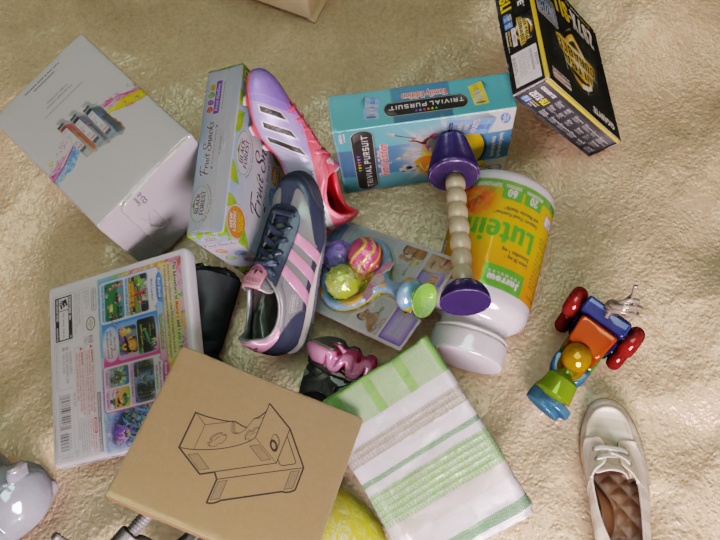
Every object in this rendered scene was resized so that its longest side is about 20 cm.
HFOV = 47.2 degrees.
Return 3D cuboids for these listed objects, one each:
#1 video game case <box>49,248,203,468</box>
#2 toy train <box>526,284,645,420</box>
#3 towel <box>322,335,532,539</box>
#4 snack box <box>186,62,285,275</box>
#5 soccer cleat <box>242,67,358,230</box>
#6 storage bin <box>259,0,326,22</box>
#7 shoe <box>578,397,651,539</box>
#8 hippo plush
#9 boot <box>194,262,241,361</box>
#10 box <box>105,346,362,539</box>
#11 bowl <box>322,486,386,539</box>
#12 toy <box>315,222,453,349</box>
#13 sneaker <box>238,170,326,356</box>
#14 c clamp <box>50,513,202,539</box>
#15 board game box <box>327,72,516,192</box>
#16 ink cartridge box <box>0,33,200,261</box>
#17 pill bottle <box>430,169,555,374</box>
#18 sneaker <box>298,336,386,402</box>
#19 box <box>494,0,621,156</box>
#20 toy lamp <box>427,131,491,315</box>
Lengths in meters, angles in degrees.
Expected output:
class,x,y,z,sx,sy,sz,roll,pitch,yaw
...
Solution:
class,x,y,z,sx,sy,sz,roll,pitch,yaw
video game case,-0.252,0.094,0.884,0.179,0.024,0.203,-15,70,15
toy train,0.219,0.083,0.818,0.084,0.200,0.116,36,81,15
towel,0.063,0.187,0.833,0.148,0.031,0.202,-33,85,15
snack box,-0.129,-0.109,0.940,0.052,0.142,0.203,-6,69,24
soccer cleat,-0.065,-0.136,0.923,0.075,0.202,0.067,-8,27,25
storage bin,-0.112,-0.462,1.094,0.198,0.094,0.201,22,74,12
shoe,0.265,0.228,0.837,0.069,0.053,0.203,-3,70,3
hippo plush,-0.389,0.259,0.823,0.198,0.160,0.162,23,74,13
boot,-0.161,0.081,0.912,0.197,0.076,0.171,12,75,15
box,-0.114,0.178,0.786,0.197,0.021,0.165,22,57,1
bowl,-0.066,0.303,0.809,0.197,0.108,0.203,-1,70,4
toy,0.000,0.000,0.896,0.199,0.047,0.116,23,71,43
sneaker,-0.087,-0.008,0.879,0.069,0.082,0.203,5,91,36
c clamp,-0.179,0.229,0.818,0.200,0.172,0.027,-45,48,-18
board game box,0.070,-0.152,0.938,0.197,0.151,0.048,-8,70,2
ink cartridge box,-0.283,-0.134,0.957,0.200,0.145,0.145,43,83,18
pill bottle,0.138,0.003,0.897,0.109,0.111,0.203,15,72,10
sneaker,0.019,0.149,0.886,0.198,0.079,0.097,24,95,14
box,0.224,-0.239,0.937,0.049,0.199,0.162,-22,64,33
toy lamp,0.099,-0.055,0.844,0.057,0.059,0.203,-2,58,4
